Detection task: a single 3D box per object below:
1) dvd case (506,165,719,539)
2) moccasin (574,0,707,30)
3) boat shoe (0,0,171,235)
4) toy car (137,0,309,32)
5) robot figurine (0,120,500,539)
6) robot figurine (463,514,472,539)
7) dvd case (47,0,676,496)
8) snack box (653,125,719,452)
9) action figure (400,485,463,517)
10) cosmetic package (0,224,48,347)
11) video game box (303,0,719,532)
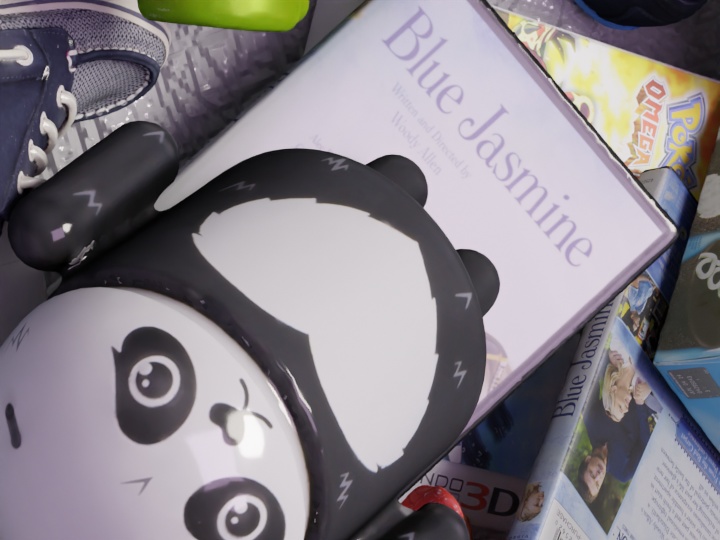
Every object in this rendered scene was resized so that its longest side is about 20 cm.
[{"bbox_3d":[0.122,0.080,1.095,0.143,0.017,0.201,50,47,-32],"label":"dvd case"},{"bbox_3d":[0.099,-0.193,1.104,0.080,0.068,0.201,-32,111,-23],"label":"moccasin"},{"bbox_3d":[-0.126,-0.045,0.951,0.199,0.075,0.093,-8,62,-48],"label":"boat shoe"},{"bbox_3d":[0.033,-0.160,0.962,0.199,0.158,0.165,5,97,0],"label":"toy car"},{"bbox_3d":[-0.036,0.036,0.924,0.200,0.150,0.125,-37,141,-47],"label":"robot figurine"},{"bbox_3d":[0.072,0.188,1.117,0.200,0.143,0.117,49,29,-26],"label":"robot figurine"},{"bbox_3d":[0.000,0.000,1.039,0.200,0.018,0.143,-42,97,-6],"label":"dvd case"},{"bbox_3d":[0.179,-0.009,1.140,0.116,0.037,0.201,51,46,-36],"label":"snack box"},{"bbox_3d":[-0.037,0.140,0.948,0.199,0.099,0.066,-24,106,-22],"label":"action figure"},{"bbox_3d":[-0.154,0.081,0.994,0.101,0.071,0.201,-17,105,-27],"label":"cosmetic package"},{"bbox_3d":[0.046,0.000,1.116,0.181,0.047,0.201,14,90,-34],"label":"video game box"}]
